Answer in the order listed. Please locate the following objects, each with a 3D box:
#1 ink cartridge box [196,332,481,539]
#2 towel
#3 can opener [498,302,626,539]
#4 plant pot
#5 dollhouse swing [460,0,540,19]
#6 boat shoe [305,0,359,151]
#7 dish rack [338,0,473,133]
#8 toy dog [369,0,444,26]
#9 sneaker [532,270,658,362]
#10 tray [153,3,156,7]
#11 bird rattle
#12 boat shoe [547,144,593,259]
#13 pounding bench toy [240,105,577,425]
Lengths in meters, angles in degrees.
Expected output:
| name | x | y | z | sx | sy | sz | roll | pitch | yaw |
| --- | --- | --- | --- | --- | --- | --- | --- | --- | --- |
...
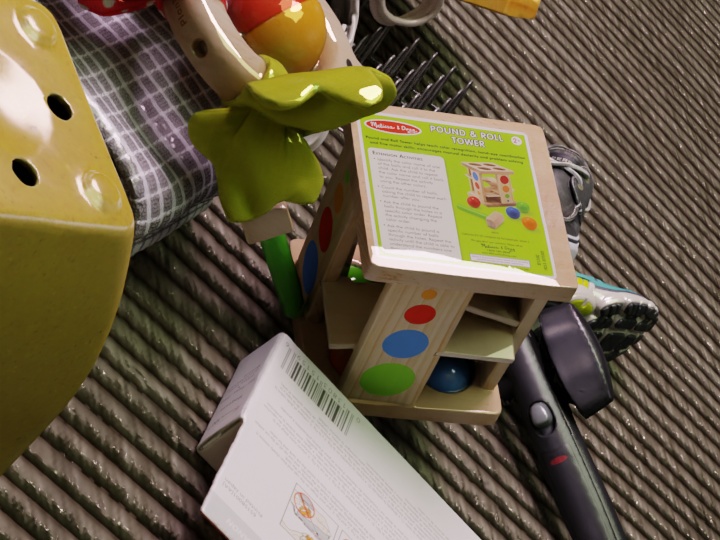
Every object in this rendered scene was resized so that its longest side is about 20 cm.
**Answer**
| name | x | y | z | sx | sy | sz | roll | pitch | yaw |
| --- | --- | --- | --- | --- | --- | --- | --- | --- | --- |
| ink cartridge box | -0.010 | 0.156 | 1.101 | 0.200 | 0.043 | 0.174 | 47 | 31 | -14 |
| towel | -0.156 | -0.108 | 1.120 | 0.200 | 0.085 | 0.166 | 53 | 28 | -2 |
| can opener | 0.139 | 0.122 | 1.338 | 0.063 | 0.078 | 0.201 | 11 | 59 | -61 |
| plant pot | -0.210 | -0.018 | 0.830 | 0.194 | 0.200 | 0.196 | 6 | 55 | -53 |
| dollhouse swing | 0.053 | -0.289 | 1.466 | 0.200 | 0.175 | 0.183 | -64 | 158 | -72 |
| boat shoe | -0.033 | -0.151 | 1.252 | 0.072 | 0.201 | 0.066 | -6 | 36 | -22 |
| dish rack | 0.020 | -0.125 | 1.387 | 0.200 | 0.055 | 0.153 | 39 | 29 | 5 |
| toy dog | -0.014 | -0.247 | 1.328 | 0.199 | 0.132 | 0.097 | 6 | 46 | -38 |
| sneaker | 0.144 | 0.015 | 1.447 | 0.200 | 0.077 | 0.080 | 21 | 34 | -45 |
| tray | -0.117 | -0.236 | 1.213 | 0.098 | 0.037 | 0.201 | 21 | 43 | -51 |
| bird rattle | -0.070 | -0.130 | 1.095 | 0.200 | 0.113 | 0.163 | 48 | 28 | 9 |
| boat shoe | 0.128 | -0.055 | 1.415 | 0.072 | 0.071 | 0.200 | 25 | 13 | -2 |
| pounding bench toy | 0.000 | 0.000 | 1.186 | 0.199 | 0.156 | 0.125 | 6 | 50 | -18 |
